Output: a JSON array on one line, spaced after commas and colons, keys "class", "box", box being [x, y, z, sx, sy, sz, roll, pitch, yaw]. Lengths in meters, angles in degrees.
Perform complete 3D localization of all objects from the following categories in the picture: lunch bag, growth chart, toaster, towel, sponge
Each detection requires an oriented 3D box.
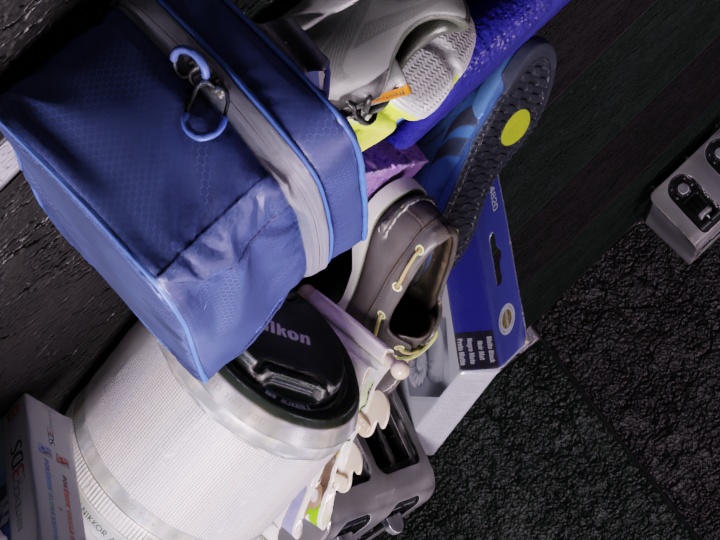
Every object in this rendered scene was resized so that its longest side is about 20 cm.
[{"class": "lunch bag", "box": [-0.073, -0.053, 0.911, 0.132, 0.136, 0.200, -42, 169, -11]}, {"class": "growth chart", "box": [-0.045, 0.114, 1.412, 0.018, 0.145, 0.201, 9, 119, -44]}, {"class": "toaster", "box": [0.542, -0.118, 3.130, 0.181, 0.119, 0.200, -42, 170, -5]}, {"class": "towel", "box": [0.092, -0.171, 1.311, 0.200, 0.050, 0.148, -43, 179, -19]}, {"class": "sponge", "box": [-0.028, -0.041, 1.336, 0.112, 0.030, 0.200, -44, 170, 19]}, {"class": "toaster", "box": [-0.049, 0.148, 1.675, 0.118, 0.202, 0.180, -31, 168, 30]}]

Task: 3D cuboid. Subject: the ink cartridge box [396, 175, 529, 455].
[{"class": "ink cartridge box", "box": [0.072, 0.028, 1.725, 0.040, 0.201, 0.200, 7, 144, -22]}]

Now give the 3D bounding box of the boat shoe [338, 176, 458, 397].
[{"class": "boat shoe", "box": [0.025, 0.027, 1.412, 0.071, 0.061, 0.202, -27, 146, -31]}]

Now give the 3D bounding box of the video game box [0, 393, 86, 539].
[{"class": "video game box", "box": [-0.248, 0.200, 1.227, 0.200, 0.047, 0.183, -47, -154, 13]}]

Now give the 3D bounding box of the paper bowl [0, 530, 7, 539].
[{"class": "paper bowl", "box": [-0.294, 0.178, 1.065, 0.200, 0.104, 0.201, -43, 169, -10]}]

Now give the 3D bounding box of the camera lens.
[{"class": "camera lens", "box": [-0.109, 0.106, 1.353, 0.200, 0.160, 0.160, -49, 169, 27]}]

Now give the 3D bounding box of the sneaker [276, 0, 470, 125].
[{"class": "sneaker", "box": [-0.025, -0.102, 1.071, 0.200, 0.079, 0.074, -43, 172, -1]}]

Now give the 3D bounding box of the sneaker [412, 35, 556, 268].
[{"class": "sneaker", "box": [0.068, -0.092, 1.435, 0.066, 0.078, 0.201, -1, 126, -50]}]

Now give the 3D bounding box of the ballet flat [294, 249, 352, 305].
[{"class": "ballet flat", "box": [0.000, 0.000, 1.602, 0.200, 0.066, 0.057, -46, 135, -8]}]

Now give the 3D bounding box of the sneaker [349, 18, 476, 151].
[{"class": "sneaker", "box": [-0.020, -0.097, 1.188, 0.200, 0.076, 0.105, -39, -172, -28]}]
